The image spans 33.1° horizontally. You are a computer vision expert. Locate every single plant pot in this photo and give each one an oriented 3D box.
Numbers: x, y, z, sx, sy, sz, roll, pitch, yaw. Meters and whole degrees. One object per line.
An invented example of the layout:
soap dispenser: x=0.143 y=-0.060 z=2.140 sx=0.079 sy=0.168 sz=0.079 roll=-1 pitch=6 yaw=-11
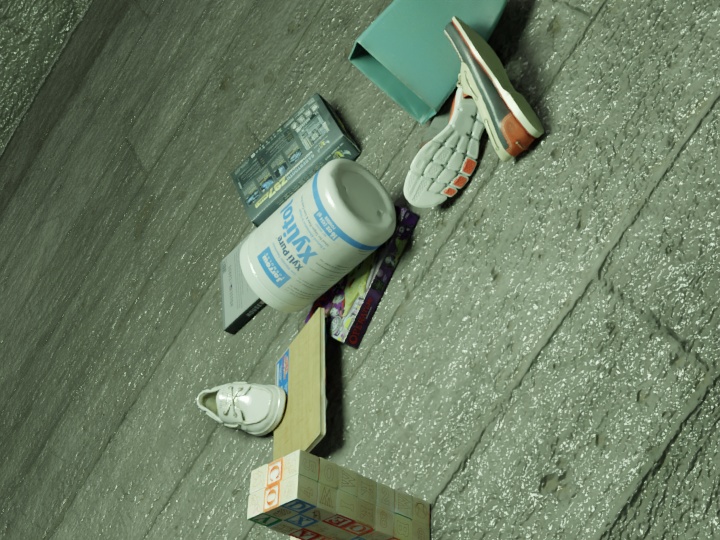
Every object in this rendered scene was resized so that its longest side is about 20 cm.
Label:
plant pot: x=0.102 y=-0.327 z=1.640 sx=0.201 sy=0.141 sz=0.141 roll=-51 pitch=4 yaw=-3

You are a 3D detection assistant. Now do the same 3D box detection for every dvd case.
dvd case: x=-0.153 y=-0.012 z=1.910 sx=0.200 sy=0.025 sz=0.151 roll=-41 pitch=38 yaw=31

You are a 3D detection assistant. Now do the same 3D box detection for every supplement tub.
supplement tub: x=-0.058 y=-0.046 z=1.652 sx=0.200 sy=0.131 sz=0.133 roll=-40 pitch=38 yaw=33

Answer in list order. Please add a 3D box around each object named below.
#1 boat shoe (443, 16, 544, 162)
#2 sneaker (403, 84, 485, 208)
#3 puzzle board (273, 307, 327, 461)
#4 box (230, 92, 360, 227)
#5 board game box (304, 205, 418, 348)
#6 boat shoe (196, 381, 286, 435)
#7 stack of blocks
boat shoe: x=0.156 y=-0.233 z=1.534 sx=0.062 sy=0.071 sz=0.201 roll=-39 pitch=71 yaw=28
sneaker: x=0.120 y=-0.171 z=1.613 sx=0.201 sy=0.077 sz=0.082 roll=-57 pitch=14 yaw=-3
puzzle board: x=-0.081 y=0.172 z=1.652 sx=0.151 sy=0.017 sz=0.202 roll=-52 pitch=30 yaw=44
box: x=-0.105 y=-0.167 z=1.900 sx=0.200 sy=0.051 sz=0.158 roll=-43 pitch=35 yaw=9
board game box: x=0.000 y=0.000 z=1.683 sx=0.120 sy=0.032 sz=0.202 roll=19 pitch=83 yaw=62
boat shoe: x=-0.176 y=0.195 z=1.737 sx=0.199 sy=0.069 sz=0.072 roll=-14 pitch=59 yaw=55
stack of blocks: x=-0.031 y=0.275 z=1.359 sx=0.115 sy=0.199 sz=0.059 roll=-30 pitch=44 yaw=38
